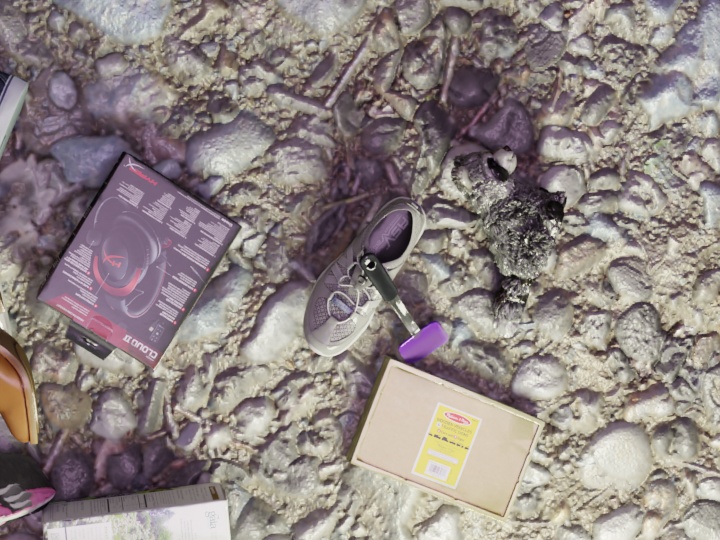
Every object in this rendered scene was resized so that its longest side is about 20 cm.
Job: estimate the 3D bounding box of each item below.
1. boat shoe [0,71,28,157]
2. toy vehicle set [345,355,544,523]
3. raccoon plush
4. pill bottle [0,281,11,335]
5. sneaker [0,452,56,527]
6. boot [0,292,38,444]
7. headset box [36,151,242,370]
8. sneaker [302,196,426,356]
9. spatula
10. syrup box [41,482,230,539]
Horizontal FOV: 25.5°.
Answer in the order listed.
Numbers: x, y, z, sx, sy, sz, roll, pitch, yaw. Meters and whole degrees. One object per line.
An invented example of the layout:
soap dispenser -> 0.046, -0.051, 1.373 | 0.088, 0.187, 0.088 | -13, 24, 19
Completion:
boat shoe -> -0.419, -0.121, 1.632 | 0.090, 0.071, 0.202 | 21, 72, -7
toy vehicle set -> 0.096, 0.191, 1.789 | 0.198, 0.027, 0.125 | 23, 90, -12
raccoon plush -> 0.142, -0.036, 1.752 | 0.133, 0.097, 0.202 | 18, 91, -4
pill bottle -> -0.464, 0.050, 1.622 | 0.198, 0.114, 0.115 | -12, 97, -10
sneaker -> -0.422, 0.259, 1.674 | 0.198, 0.087, 0.081 | -15, 59, -25
boot -> -0.406, 0.101, 1.553 | 0.154, 0.077, 0.202 | -20, 118, -8
headset box -> -0.241, -0.002, 1.682 | 0.148, 0.075, 0.201 | 31, 88, -12
sneaker -> 0.000, 0.000, 1.720 | 0.074, 0.082, 0.201 | 31, 84, 3
spatula -> 0.042, 0.041, 1.712 | 0.056, 0.021, 0.200 | -35, 135, 0
syrup box -> -0.239, 0.285, 1.703 | 0.198, 0.081, 0.080 | -6, 98, -11
